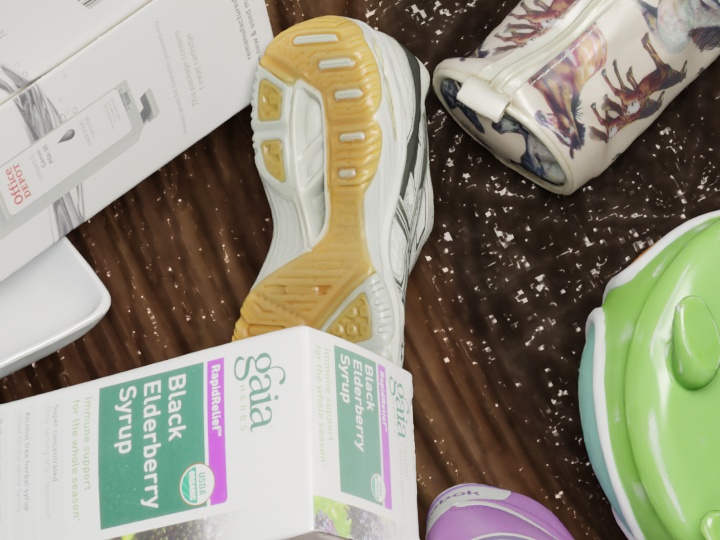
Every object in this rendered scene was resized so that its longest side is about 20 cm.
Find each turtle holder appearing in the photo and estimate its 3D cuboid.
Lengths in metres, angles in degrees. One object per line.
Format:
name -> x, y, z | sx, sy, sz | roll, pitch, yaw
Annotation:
turtle holder -> 0.159, 0.066, 1.113 | 0.141, 0.132, 0.186 | -41, 102, -18

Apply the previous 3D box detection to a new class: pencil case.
pencil case -> 0.120, -0.117, 1.203 | 0.200, 0.090, 0.078 | -44, 59, -11

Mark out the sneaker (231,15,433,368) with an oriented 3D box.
sneaker -> 0.000, 0.000, 1.178 | 0.075, 0.088, 0.201 | 8, 93, 27

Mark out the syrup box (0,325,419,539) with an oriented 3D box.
syrup box -> -0.079, 0.086, 1.101 | 0.199, 0.081, 0.079 | -15, 67, 30

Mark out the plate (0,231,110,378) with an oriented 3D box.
plate -> -0.222, 0.014, 1.167 | 0.199, 0.032, 0.200 | -28, 46, -14

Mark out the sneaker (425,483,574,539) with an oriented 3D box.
sneaker -> 0.101, 0.155, 1.118 | 0.073, 0.114, 0.201 | -41, 106, 6

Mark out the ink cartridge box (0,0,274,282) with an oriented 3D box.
ink cartridge box -> -0.155, -0.081, 1.162 | 0.200, 0.083, 0.146 | -37, 48, -23
